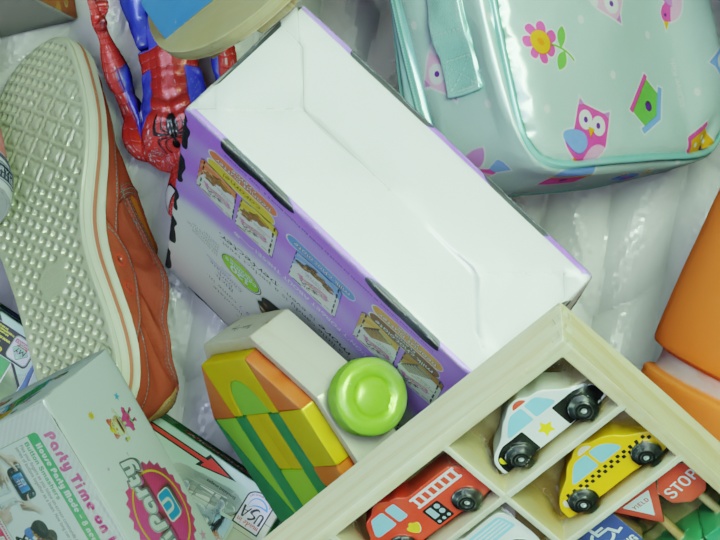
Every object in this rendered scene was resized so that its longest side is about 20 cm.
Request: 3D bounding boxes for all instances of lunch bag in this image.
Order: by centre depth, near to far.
[{"bbox_3d":[0.076,-0.135,1.183,0.077,0.160,0.202,-16,84,47],"label":"lunch bag"}]

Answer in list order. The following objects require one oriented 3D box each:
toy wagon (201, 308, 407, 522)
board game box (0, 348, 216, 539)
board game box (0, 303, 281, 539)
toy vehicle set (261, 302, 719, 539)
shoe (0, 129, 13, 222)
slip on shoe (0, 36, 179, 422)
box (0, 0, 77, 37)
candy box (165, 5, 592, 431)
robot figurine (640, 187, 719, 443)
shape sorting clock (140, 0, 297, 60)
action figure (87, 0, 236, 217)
[{"bbox_3d":[0.004,0.108,1.175,0.039,0.155,0.201,-35,98,-21],"label":"toy wagon"},{"bbox_3d":[-0.165,0.144,1.211,0.199,0.064,0.148,-25,98,30],"label":"board game box"},{"bbox_3d":[-0.149,0.112,1.275,0.199,0.029,0.135,32,92,9],"label":"board game box"},{"bbox_3d":[0.051,0.113,1.081,0.124,0.027,0.200,39,116,-23],"label":"toy vehicle set"},{"bbox_3d":[-0.249,-0.034,1.281,0.199,0.071,0.091,-29,51,24],"label":"shoe"},{"bbox_3d":[-0.129,-0.016,1.258,0.074,0.061,0.201,-28,65,28],"label":"slip on shoe"},{"bbox_3d":[-0.208,-0.176,1.209,0.097,0.200,0.125,-11,86,8],"label":"box"},{"bbox_3d":[0.000,0.000,1.166,0.168,0.200,0.072,43,72,8],"label":"candy box"},{"bbox_3d":[0.187,0.023,1.127,0.143,0.116,0.201,27,96,32],"label":"robot figurine"},{"bbox_3d":[-0.025,-0.174,1.136,0.039,0.200,0.200,36,94,-22],"label":"shape sorting clock"},{"bbox_3d":[-0.094,-0.121,1.268,0.065,0.052,0.202,-8,89,5],"label":"action figure"}]
